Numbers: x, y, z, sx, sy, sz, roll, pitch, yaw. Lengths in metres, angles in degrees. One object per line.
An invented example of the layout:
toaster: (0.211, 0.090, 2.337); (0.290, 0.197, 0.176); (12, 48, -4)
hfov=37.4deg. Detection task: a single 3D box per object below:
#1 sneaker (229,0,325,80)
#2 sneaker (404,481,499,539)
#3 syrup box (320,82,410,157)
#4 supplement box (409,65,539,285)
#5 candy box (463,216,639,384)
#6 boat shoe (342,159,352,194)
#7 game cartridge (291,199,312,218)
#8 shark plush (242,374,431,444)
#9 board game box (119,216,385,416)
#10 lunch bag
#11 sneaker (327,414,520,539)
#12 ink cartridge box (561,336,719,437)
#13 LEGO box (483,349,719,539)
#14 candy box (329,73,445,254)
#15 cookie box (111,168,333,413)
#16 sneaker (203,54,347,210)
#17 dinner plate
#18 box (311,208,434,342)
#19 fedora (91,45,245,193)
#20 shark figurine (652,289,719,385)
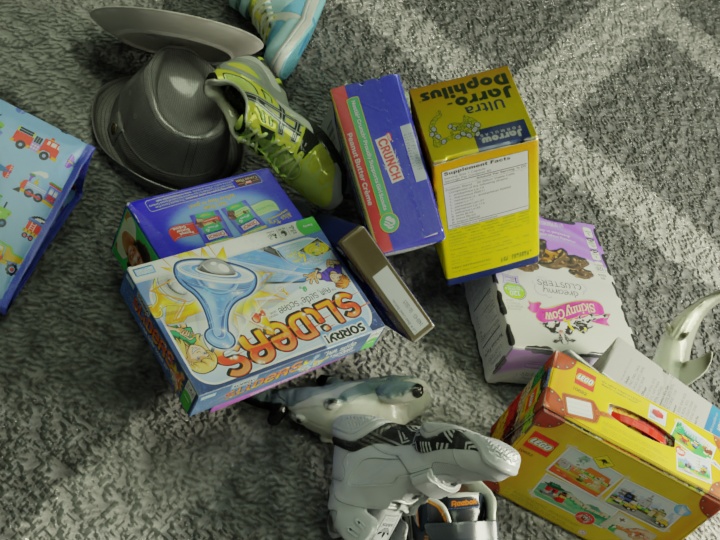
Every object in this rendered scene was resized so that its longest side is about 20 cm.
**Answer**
sneaker: (-0.124, -0.323, 1.356); (0.130, 0.080, 0.201); (26, 36, -7)
sneaker: (0.087, 0.252, 0.967); (0.078, 0.080, 0.201); (2, 53, -26)
syrup box: (0.061, -0.165, 1.309); (0.198, 0.082, 0.079); (5, 52, -24)
supplement box: (0.122, -0.096, 1.120); (0.108, 0.201, 0.110); (-14, 52, -1)
candy box: (0.210, 0.034, 1.220); (0.166, 0.072, 0.201); (7, 49, -21)
boat shoe: (0.052, -0.097, 1.255); (0.198, 0.071, 0.070); (-2, 78, -14)
game cartridge: (-0.096, 0.004, 1.117); (0.132, 0.041, 0.201); (6, 50, -18)
shark plush: (-0.025, 0.135, 1.047); (0.198, 0.092, 0.084); (-6, 32, -5)
board game box: (-0.093, 0.034, 0.939); (0.199, 0.035, 0.136); (-19, 64, -36)
lunch bag: (-0.367, -0.058, 1.006); (0.149, 0.094, 0.201); (26, 54, -8)
sneaker: (0.048, 0.192, 0.924); (0.075, 0.199, 0.116); (24, 72, -46)
ink cartridge box: (0.282, 0.154, 1.123); (0.199, 0.116, 0.067); (37, 45, 6)
LEGO box: (0.238, 0.190, 1.045); (0.199, 0.149, 0.077); (28, 45, -2)
candy box: (0.025, -0.102, 1.115); (0.076, 0.200, 0.171); (-15, 90, -2)
cookie box: (-0.116, 0.013, 1.022); (0.170, 0.075, 0.201); (-18, 62, -37)
sneaker: (-0.094, -0.138, 1.125); (0.200, 0.076, 0.076); (49, 43, 13)
dinner plate: (-0.210, -0.265, 1.215); (0.198, 0.200, 0.025); (9, 89, -20)
box: (0.000, 0.000, 1.073); (0.032, 0.200, 0.122); (-38, 106, -6)
fedora: (-0.204, -0.180, 1.180); (0.175, 0.091, 0.201); (7, 49, -22)
shark figurine: (0.385, 0.094, 1.240); (0.128, 0.216, 0.089); (26, -5, 37)
